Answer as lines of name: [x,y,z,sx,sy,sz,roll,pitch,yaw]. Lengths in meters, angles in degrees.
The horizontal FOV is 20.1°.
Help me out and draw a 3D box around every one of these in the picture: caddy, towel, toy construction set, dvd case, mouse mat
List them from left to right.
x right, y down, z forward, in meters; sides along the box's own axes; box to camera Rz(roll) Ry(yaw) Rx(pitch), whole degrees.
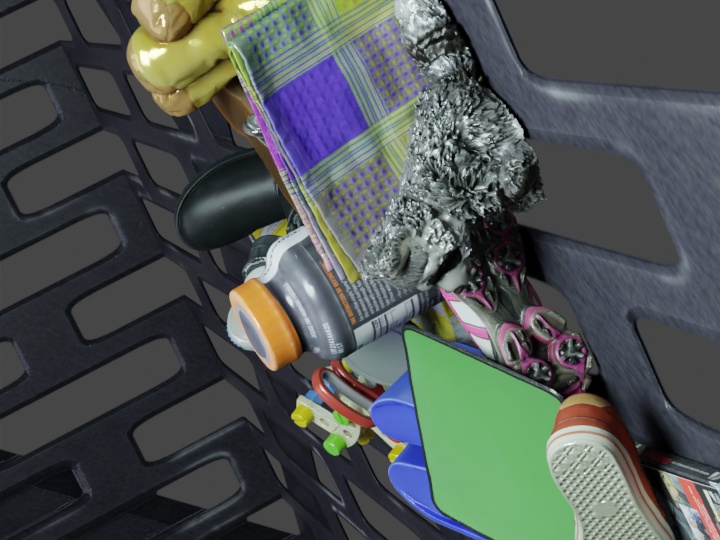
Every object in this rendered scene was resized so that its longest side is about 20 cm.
towel: [0.000,-0.108,1.427,0.023,0.144,0.200,7,126,62]
toy construction set: [0.045,0.153,1.809,0.200,0.092,0.131,31,151,-12]
caddy: [0.105,0.135,1.632,0.200,0.105,0.142,19,137,42]
mouse mat: [0.102,0.140,1.531,0.161,0.008,0.200,24,140,37]
dvd case: [0.243,0.195,1.406,0.146,0.022,0.200,64,168,-7]

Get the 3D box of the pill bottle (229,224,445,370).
pill bottle: [0.000,0.000,1.570,0.106,0.200,0.106,55,165,22]

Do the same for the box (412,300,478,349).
box: [0.085,0.056,1.731,0.117,0.048,0.200,43,156,58]

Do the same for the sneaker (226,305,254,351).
sneaker: [-0.047,0.006,1.801,0.081,0.200,0.077,14,-131,-57]

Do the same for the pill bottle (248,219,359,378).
pill bottle: [-0.018,0.001,1.898,0.200,0.111,0.111,56,167,29]

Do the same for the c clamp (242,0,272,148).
c clamp: [-0.040,-0.162,1.480,0.027,0.171,0.200,-73,-13,-64]

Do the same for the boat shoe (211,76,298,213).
boat shoe: [-0.056,-0.116,1.655,0.200,0.070,0.070,55,162,26]

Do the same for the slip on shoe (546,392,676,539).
slip on shoe: [0.179,0.161,1.429,0.061,0.074,0.200,-79,-28,-44]

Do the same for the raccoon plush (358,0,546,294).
raccoon plush: [0.033,-0.080,1.409,0.200,0.134,0.097,59,170,15]

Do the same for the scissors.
scissors: [0.043,0.137,1.718,0.200,0.014,0.073,39,-147,-8]

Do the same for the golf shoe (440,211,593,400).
golf shoe: [0.095,0.018,1.512,0.200,0.073,0.092,62,166,4]

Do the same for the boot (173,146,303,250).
boot: [-0.060,-0.060,1.746,0.073,0.198,0.162,64,176,-24]

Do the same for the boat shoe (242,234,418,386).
boat shoe: [-0.008,0.033,1.692,0.200,0.076,0.060,33,-141,-26]

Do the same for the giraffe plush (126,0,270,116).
giraffe plush: [-0.059,-0.181,1.566,0.162,0.200,0.173,39,172,20]
